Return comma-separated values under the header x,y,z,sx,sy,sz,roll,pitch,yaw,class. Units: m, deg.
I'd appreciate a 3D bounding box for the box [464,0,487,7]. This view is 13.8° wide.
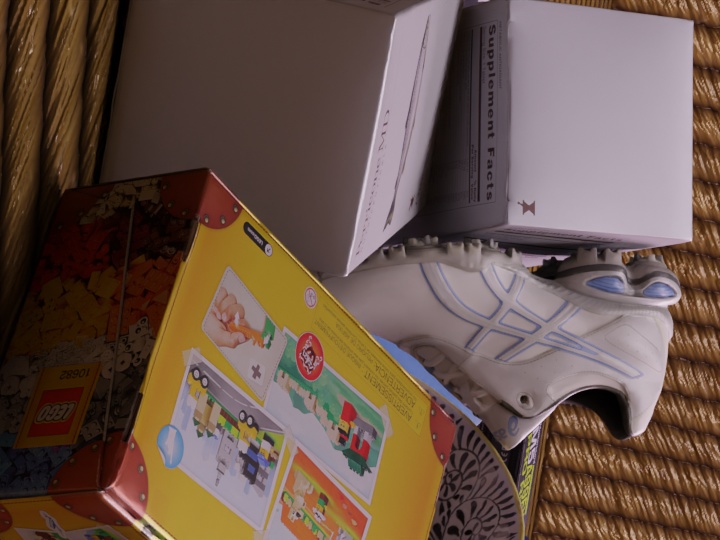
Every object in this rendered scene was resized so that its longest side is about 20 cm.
x,y,z,sx,sy,sz,roll,pitch,yaw,class
0.043,-0.200,1.658,0.159,0.046,0.201,90,-7,-52,box

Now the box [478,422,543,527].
x,y,z,sx,sy,sz,roll,pitch,yaw,class
0.022,0.121,1.766,0.044,0.159,0.201,-36,137,-65,box

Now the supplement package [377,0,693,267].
x,y,z,sx,sy,sz,roll,pitch,yaw,class
0.065,-0.062,1.472,0.200,0.109,0.114,-8,-101,60,supplement package

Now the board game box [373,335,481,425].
x,y,z,sx,sy,sz,roll,pitch,yaw,class
0.000,0.000,1.574,0.039,0.199,0.159,-16,-125,52,board game box

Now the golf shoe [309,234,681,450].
x,y,z,sx,sy,sz,roll,pitch,yaw,class
0.059,0.035,1.411,0.078,0.199,0.098,161,-68,-71,golf shoe

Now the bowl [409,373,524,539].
x,y,z,sx,sy,sz,roll,pitch,yaw,class
-0.032,0.128,1.390,0.201,0.200,0.094,-66,179,-54,bowl

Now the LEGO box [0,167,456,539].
x,y,z,sx,sy,sz,roll,pitch,yaw,class
-0.056,0.078,1.203,0.200,0.077,0.149,47,49,-41,LEGO box

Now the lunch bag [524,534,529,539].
x,y,z,sx,sy,sz,roll,pitch,yaw,class
0.056,0.248,1.482,0.200,0.132,0.136,-44,171,-12,lunch bag

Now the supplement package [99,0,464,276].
x,y,z,sx,sy,sz,roll,pitch,yaw,class
-0.031,-0.079,1.320,0.200,0.117,0.118,-43,145,-75,supplement package
